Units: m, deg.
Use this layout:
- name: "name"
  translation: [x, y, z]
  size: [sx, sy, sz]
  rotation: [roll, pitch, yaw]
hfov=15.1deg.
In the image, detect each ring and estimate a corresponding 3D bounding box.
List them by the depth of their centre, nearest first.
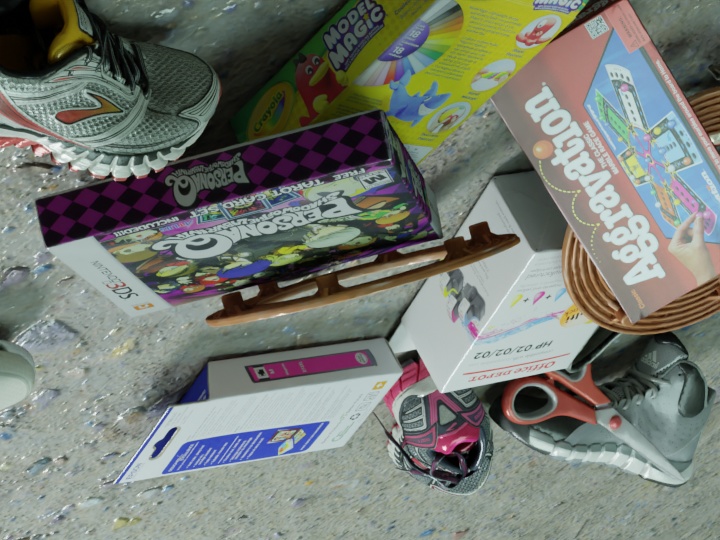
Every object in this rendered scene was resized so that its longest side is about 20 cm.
- name: "ring"
  translation: [0.000, 0.000, 1.675]
  size: [0.200, 0.019, 0.200]
  rotation: [-16, -176, 1]
- name: "ring"
  translation: [0.222, -0.035, 1.763]
  size: [0.200, 0.019, 0.201]
  rotation: [-17, 135, -19]

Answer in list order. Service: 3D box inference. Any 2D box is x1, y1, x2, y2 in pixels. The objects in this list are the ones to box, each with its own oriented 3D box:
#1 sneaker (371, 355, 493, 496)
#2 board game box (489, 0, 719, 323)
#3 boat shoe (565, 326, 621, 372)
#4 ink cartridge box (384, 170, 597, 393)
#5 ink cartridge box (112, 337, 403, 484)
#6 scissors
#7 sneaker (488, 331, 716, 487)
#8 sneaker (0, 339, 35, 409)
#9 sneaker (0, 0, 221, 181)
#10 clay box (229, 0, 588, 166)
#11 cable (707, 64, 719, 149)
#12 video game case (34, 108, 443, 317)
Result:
- name: "sneaker"
  translation: [0.062, 0.129, 2.002]
  size: [0.081, 0.075, 0.200]
  rotation: [-28, 155, 0]
- name: "board game box"
  translation: [0.164, -0.068, 1.677]
  size: [0.103, 0.019, 0.200]
  rotation: [-30, 117, 9]
- name: "boat shoe"
  translation: [0.207, -0.004, 1.918]
  size: [0.200, 0.064, 0.071]
  rotation: [-43, 151, 27]
- name: "ink cartridge box"
  translation: [0.108, 0.016, 1.851]
  size: [0.115, 0.068, 0.200]
  rotation: [-9, 148, -33]
- name: "ink cartridge box"
  translation: [-0.073, 0.095, 1.853]
  size: [0.200, 0.037, 0.095]
  rotation: [-9, 149, -40]
- name: "scissors"
  translation: [0.186, 0.102, 2.042]
  size: [0.200, 0.014, 0.073]
  rotation: [22, 92, -31]
- name: "sneaker"
  translation: [0.194, 0.091, 2.092]
  size: [0.200, 0.075, 0.116]
  rotation: [16, 106, -37]
- name: "sneaker"
  translation: [-0.279, 0.096, 1.601]
  size: [0.200, 0.081, 0.075]
  rotation: [-17, 150, -26]
- name: "sneaker"
  translation: [-0.147, -0.099, 1.382]
  size: [0.200, 0.078, 0.082]
  rotation: [0, 141, -45]
- name: "clay box"
  translation: [0.032, -0.123, 1.547]
  size: [0.200, 0.048, 0.115]
  rotation: [-43, 150, 28]
- name: "cable"
  translation: [0.285, -0.107, 1.820]
  size: [0.200, 0.050, 0.097]
  rotation: [4, 130, -47]
- name: "video game case"
  translation: [-0.064, -0.030, 1.550]
  size: [0.200, 0.036, 0.181]
  rotation: [-14, 165, 7]
